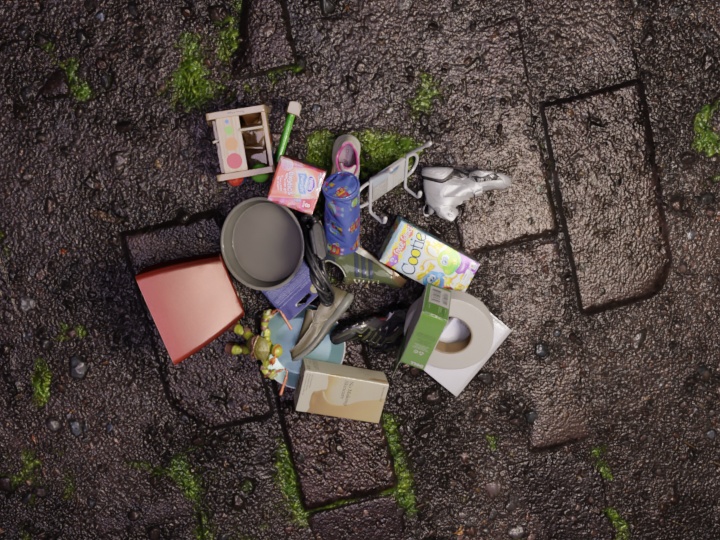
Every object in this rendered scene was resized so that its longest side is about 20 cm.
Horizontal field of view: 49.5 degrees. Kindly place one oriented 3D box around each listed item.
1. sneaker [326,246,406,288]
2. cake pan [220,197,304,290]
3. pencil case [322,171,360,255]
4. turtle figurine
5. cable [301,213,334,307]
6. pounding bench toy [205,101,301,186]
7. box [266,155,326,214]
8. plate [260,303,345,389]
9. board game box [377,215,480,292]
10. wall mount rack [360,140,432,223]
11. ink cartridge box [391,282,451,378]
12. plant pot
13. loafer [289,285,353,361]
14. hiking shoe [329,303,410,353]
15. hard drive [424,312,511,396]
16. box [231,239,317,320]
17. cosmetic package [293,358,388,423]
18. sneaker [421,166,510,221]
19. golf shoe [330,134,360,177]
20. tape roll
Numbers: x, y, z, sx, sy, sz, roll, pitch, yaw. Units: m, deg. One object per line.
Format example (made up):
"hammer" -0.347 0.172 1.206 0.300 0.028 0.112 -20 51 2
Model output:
"sneaker" 0.000 0.000 1.753 0.199 0.067 0.090 35 94 0
"cake pan" -0.208 -0.059 1.695 0.198 0.037 0.203 3 98 18
"pencil case" -0.041 -0.117 1.638 0.086 0.201 0.078 33 59 22
"turtle figurine" -0.230 0.176 1.739 0.160 0.064 0.202 10 111 32
"cable" -0.094 -0.020 1.663 0.050 0.163 0.202 -12 86 -7
"pounding bench toy" -0.212 -0.270 1.673 0.197 0.124 0.158 -10 99 -1
"box" -0.130 -0.183 1.651 0.102 0.200 0.096 18 97 -5
"plate" -0.133 0.173 1.796 0.197 0.026 0.203 0 100 -3
"board game box" 0.149 -0.025 1.736 0.199 0.105 0.104 28 98 -6
"wall mount rack" 0.078 -0.198 1.661 0.199 0.175 0.074 -37 60 -27
"ink cartridge box" 0.130 0.138 1.656 0.059 0.104 0.201 20 126 -2
"plant pot" -0.358 0.060 1.693 0.175 0.200 0.202 -24 99 -8
"loafer" -0.098 0.116 1.747 0.069 0.075 0.201 39 92 5
"hiking shoe" 0.031 0.148 1.766 0.198 0.076 0.102 -16 103 -8
"hard drive" 0.236 0.174 1.810 0.132 0.025 0.201 39 95 -7
"box" -0.182 0.001 1.751 0.121 0.032 0.200 -41 89 4
"cosmetic package" -0.045 0.273 1.772 0.198 0.071 0.106 10 106 -12
"sneaker" 0.231 -0.168 1.734 0.197 0.075 0.116 4 100 2
"golf shoe" -0.037 -0.195 1.709 0.074 0.092 0.203 1 100 -4
"tape roll" 0.195 0.133 1.726 0.200 0.037 0.205 6 126 8
